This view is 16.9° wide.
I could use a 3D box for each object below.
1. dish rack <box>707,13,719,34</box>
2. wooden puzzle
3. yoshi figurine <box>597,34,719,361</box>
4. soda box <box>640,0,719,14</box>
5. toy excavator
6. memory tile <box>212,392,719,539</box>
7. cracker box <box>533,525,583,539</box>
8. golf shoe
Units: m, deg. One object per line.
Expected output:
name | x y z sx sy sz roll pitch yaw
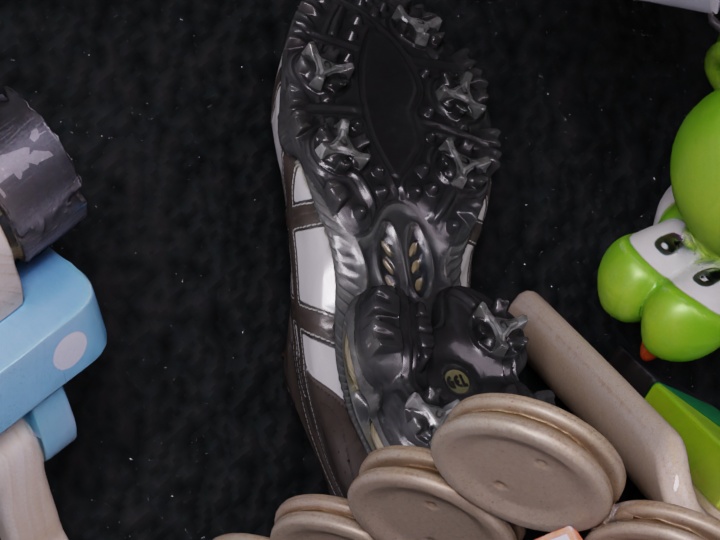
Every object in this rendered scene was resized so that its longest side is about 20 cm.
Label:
dish rack | 0.123 -0.140 0.792 0.200 0.055 0.153 41 34 12
wooden puzzle | 0.143 0.084 0.758 0.200 0.185 0.037 37 95 -17
yoshi figurine | 0.161 -0.036 0.796 0.200 0.112 0.112 -29 114 -40
soda box | 0.084 -0.163 0.698 0.068 0.063 0.200 9 45 5
toy excavator | -0.113 0.045 0.698 0.100 0.200 0.194 -40 55 -23
memory tile | 0.049 0.101 0.703 0.153 0.200 0.017 34 57 -14
cracker box | -0.008 0.162 0.664 0.200 0.058 0.134 -22 136 3
golf shoe | 0.000 0.000 0.767 0.078 0.095 0.200 9 53 -23
